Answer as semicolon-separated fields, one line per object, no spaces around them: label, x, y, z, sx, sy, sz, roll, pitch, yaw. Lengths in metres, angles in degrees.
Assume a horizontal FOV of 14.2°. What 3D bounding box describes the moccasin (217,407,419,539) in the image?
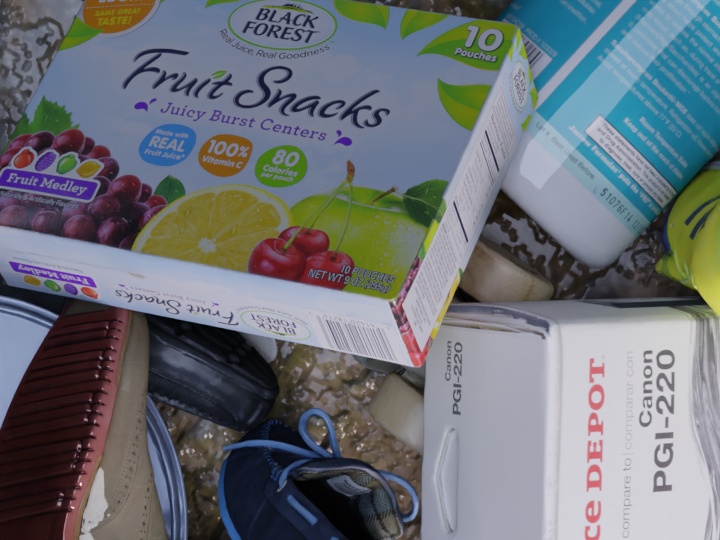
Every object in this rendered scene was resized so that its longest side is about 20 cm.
moccasin;-0.007;0.113;1.230;0.080;0.200;0.068;29;105;-26

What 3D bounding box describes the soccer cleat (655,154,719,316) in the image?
soccer cleat;0.160;-0.008;1.218;0.083;0.200;0.065;-30;97;20

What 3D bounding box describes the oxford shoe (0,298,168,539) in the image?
oxford shoe;-0.111;0.107;1.207;0.075;0.070;0.201;20;73;-36

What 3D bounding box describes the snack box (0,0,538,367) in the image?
snack box;-0.043;-0.047;1.193;0.199;0.053;0.143;10;57;24

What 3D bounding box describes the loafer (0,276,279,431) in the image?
loafer;-0.133;0.029;1.292;0.200;0.068;0.071;24;102;5

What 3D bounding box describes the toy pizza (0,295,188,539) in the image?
toy pizza;-0.174;0.110;1.239;0.199;0.032;0.202;1;84;-5

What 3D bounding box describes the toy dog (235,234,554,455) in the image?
toy dog;0.000;0.000;1.287;0.132;0.096;0.200;-38;77;6

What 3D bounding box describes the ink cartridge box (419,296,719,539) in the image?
ink cartridge box;0.127;0.085;1.227;0.199;0.085;0.147;-1;94;-35

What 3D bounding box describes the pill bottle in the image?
pill bottle;0.131;-0.106;1.253;0.111;0.111;0.200;43;93;-1
